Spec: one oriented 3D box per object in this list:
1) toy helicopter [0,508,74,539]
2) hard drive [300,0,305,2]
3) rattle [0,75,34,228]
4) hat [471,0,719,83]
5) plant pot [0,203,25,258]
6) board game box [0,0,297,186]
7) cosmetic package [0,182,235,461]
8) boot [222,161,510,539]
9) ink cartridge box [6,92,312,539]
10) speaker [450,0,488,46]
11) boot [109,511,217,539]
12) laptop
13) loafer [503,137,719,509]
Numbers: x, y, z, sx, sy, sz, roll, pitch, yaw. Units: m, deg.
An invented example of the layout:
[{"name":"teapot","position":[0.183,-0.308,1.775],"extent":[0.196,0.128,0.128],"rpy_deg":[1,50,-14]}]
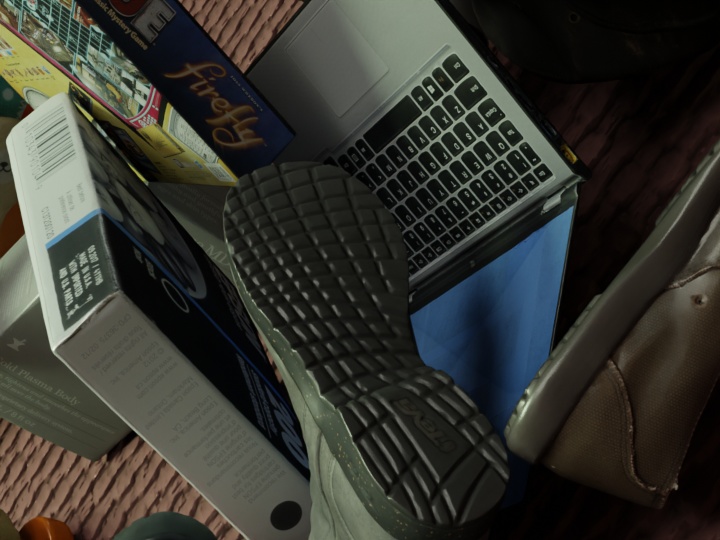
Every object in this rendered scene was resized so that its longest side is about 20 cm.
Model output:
[{"name":"toy helicopter","position":[-0.233,0.228,1.064],"extent":[0.132,0.079,0.201],"rpy_deg":[-21,59,43]},{"name":"hard drive","position":[0.022,-0.224,0.966],"extent":[0.134,0.042,0.201],"rpy_deg":[28,87,33]},{"name":"rattle","position":[-0.206,-0.043,1.057],"extent":[0.200,0.131,0.143],"rpy_deg":[-38,29,-22]},{"name":"hat","position":[0.095,-0.124,0.790],"extent":[0.201,0.199,0.081],"rpy_deg":[-115,18,-58]},{"name":"plant pot","position":[-0.291,-0.004,1.275],"extent":[0.200,0.199,0.185],"rpy_deg":[-20,62,52]},{"name":"board game box","position":[-0.121,-0.098,0.871],"extent":[0.035,0.136,0.200],"rpy_deg":[-49,22,-15]},{"name":"cosmetic package","position":[-0.129,0.008,1.055],"extent":[0.200,0.106,0.091],"rpy_deg":[-41,31,37]},{"name":"boot","position":[-0.008,0.063,0.739],"extent":[0.132,0.069,0.201],"rpy_deg":[97,158,-45]},{"name":"ink cartridge box","position":[-0.073,0.038,0.851],"extent":[0.043,0.200,0.198],"rpy_deg":[-36,32,5]},{"name":"speaker","position":[0.017,-0.192,0.886],"extent":[0.081,0.081,0.201],"rpy_deg":[-24,61,50]},{"name":"boot","position":[-0.135,0.226,0.885],"extent":[0.200,0.076,0.169],"rpy_deg":[-41,29,22]},{"name":"laptop","position":[0.000,0.000,0.783],"extent":[0.116,0.200,0.187],"rpy_deg":[-40,2,-28]},{"name":"loafer","position":[0.134,0.001,0.670],"extent":[0.200,0.071,0.073],"rpy_deg":[-51,-6,-2]}]
